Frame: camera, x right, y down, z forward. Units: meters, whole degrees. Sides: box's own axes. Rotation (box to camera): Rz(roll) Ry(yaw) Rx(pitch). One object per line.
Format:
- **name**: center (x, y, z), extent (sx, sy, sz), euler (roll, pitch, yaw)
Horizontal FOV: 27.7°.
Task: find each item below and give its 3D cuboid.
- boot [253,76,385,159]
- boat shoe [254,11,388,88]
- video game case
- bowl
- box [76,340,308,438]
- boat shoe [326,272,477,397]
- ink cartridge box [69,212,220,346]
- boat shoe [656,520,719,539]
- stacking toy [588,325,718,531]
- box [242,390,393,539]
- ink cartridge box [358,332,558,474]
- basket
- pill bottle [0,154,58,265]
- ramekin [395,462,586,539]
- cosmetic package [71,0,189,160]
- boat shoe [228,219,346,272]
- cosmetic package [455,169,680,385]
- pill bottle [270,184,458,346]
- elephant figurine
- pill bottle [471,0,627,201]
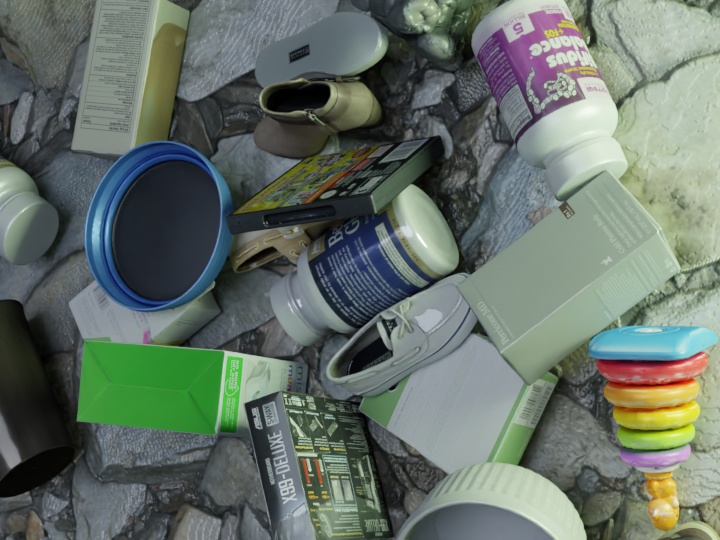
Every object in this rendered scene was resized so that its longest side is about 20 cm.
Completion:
- **boot**: center (-0.071, -0.178, 1.650), extent (0.198, 0.146, 0.071), euler (-11, 80, 28)
- **boat shoe**: center (-0.034, -0.246, 1.665), extent (0.199, 0.063, 0.072), euler (-6, 81, 44)
- **video game case**: center (-0.024, -0.094, 1.591), extent (0.179, 0.200, 0.026), euler (-7, 109, 28)
- **bowl**: center (-0.234, -0.050, 1.711), extent (0.198, 0.039, 0.203), euler (-6, 77, 28)
- **box**: center (-0.189, 0.135, 1.658), extent (0.198, 0.176, 0.098), euler (2, 83, 29)
- **boat shoe**: center (0.044, 0.066, 1.565), extent (0.199, 0.065, 0.073), euler (-34, 57, 29)
- **ink cartridge box**: center (-0.249, 0.033, 1.768), extent (0.199, 0.067, 0.118), euler (-37, 66, 21)
- **boat shoe**: center (0.267, 0.317, 1.440), extent (0.199, 0.065, 0.072), euler (-39, 68, 20)
- **stacking toy**: center (0.292, 0.158, 1.440), extent (0.109, 0.116, 0.203), euler (-2, 96, 33)
- **box**: center (-0.041, 0.216, 1.552), extent (0.049, 0.200, 0.160), euler (-20, 75, 21)
- **ink cartridge box**: center (0.101, 0.134, 1.571), extent (0.199, 0.048, 0.147), euler (31, 99, 44)
- **basket**: center (-0.455, 0.171, 1.834), extent (0.180, 0.136, 0.201), euler (-38, 70, 14)
- **pill bottle**: center (-0.488, -0.093, 1.890), extent (0.199, 0.119, 0.121), euler (32, 99, 28)
- **ramekin**: center (0.136, 0.289, 1.459), extent (0.198, 0.105, 0.202), euler (7, 115, 16)
- **cosmetic package**: center (-0.287, -0.238, 1.823), extent (0.104, 0.071, 0.203), euler (10, 88, 29)
- **boat shoe**: center (-0.074, -0.040, 1.681), extent (0.198, 0.073, 0.070), euler (-14, 79, 37)
- **cosmetic package**: center (0.208, 0.008, 1.470), extent (0.199, 0.090, 0.107), euler (-37, 50, 3)
- **pill bottle**: center (0.000, 0.000, 1.607), extent (0.199, 0.111, 0.112), euler (-33, 69, 22)
- **elephant figurine**: center (0.112, -0.330, 1.592), extent (0.154, 0.142, 0.201), euler (35, 94, -14)
- **pill bottle**: center (0.200, -0.178, 1.516), extent (0.112, 0.112, 0.202), euler (-31, 70, 22)
